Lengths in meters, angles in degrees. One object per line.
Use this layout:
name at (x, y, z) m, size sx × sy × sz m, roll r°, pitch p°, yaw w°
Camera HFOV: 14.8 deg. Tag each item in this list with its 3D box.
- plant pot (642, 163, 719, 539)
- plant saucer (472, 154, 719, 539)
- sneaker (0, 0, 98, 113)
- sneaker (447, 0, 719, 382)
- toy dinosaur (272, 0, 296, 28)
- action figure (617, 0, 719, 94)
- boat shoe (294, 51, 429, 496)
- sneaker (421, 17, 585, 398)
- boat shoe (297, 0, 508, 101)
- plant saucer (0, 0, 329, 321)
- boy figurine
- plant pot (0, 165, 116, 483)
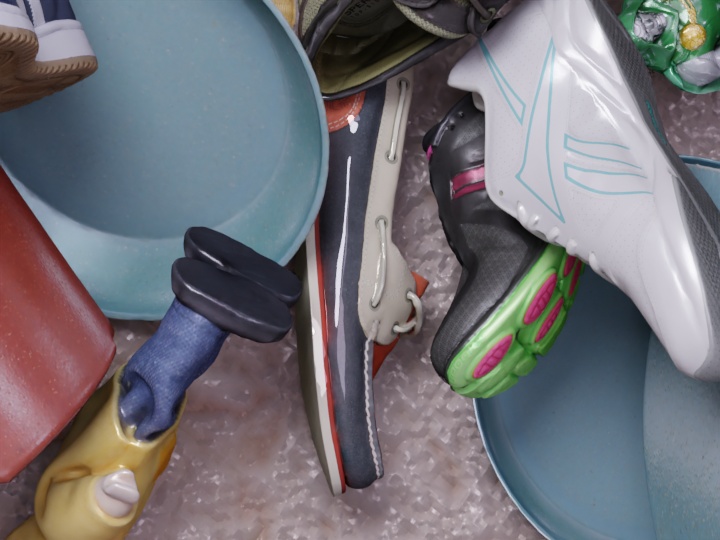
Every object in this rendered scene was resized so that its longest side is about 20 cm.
plant pot at (0.230, 0.078, 1.224) m, size 0.195 × 0.196 × 0.202 m, roll 14°, pitch 92°, yaw -13°
plant saucer at (0.144, 0.047, 1.310) m, size 0.198 × 0.027 × 0.202 m, roll 1°, pitch 88°, yaw -14°
sneaker at (-0.162, -0.119, 1.059) m, size 0.070 × 0.200 × 0.109 m, roll -21°, pitch 88°, yaw 8°
sneaker at (0.102, -0.030, 1.174) m, size 0.080 × 0.070 × 0.201 m, roll -31°, pitch 59°, yaw 14°
toy dinosaur at (-0.074, -0.132, 1.220) m, size 0.100 × 0.058 × 0.201 m, roll 16°, pitch 126°, yaw 0°
action figure at (0.185, -0.133, 1.284) m, size 0.199 × 0.055 × 0.119 m, roll -26°, pitch 83°, yaw -33°
boat shoe at (0.000, 0.000, 1.256) m, size 0.062 × 0.071 × 0.202 m, roll -3°, pitch 83°, yaw -10°
sneaker at (0.064, -0.030, 1.252) m, size 0.083 × 0.077 × 0.201 m, roll 12°, pitch 59°, yaw 12°
boat shoe at (0.037, -0.126, 1.171) m, size 0.071 × 0.200 × 0.066 m, roll 22°, pitch 60°, yaw -27°
plant saucer at (-0.105, -0.072, 1.203) m, size 0.198 × 0.036 × 0.201 m, roll 7°, pitch 123°, yaw 12°
boy figurine at (-0.099, 0.083, 1.195) m, size 0.064 × 0.124 × 0.201 m, roll 27°, pitch 109°, yaw -6°
plant pot at (-0.216, 0.003, 1.150) m, size 0.201 × 0.201 × 0.196 m, roll -42°, pitch 106°, yaw -11°
